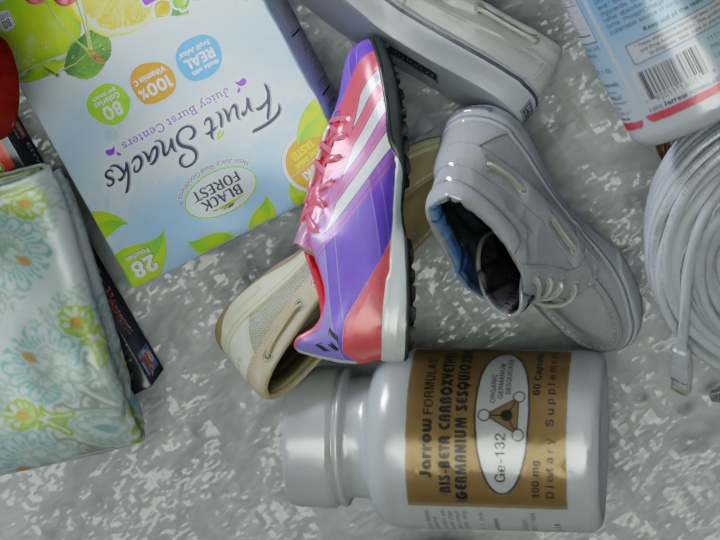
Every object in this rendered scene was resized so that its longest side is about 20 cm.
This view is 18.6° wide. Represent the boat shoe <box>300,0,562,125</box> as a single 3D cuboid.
[{"bbox_3d":[0.032,-0.166,1.350,0.199,0.072,0.066,32,78,10],"label":"boat shoe"}]

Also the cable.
[{"bbox_3d":[0.269,-0.021,1.319,0.199,0.069,0.201,-10,125,7],"label":"cable"}]

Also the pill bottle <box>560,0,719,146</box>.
[{"bbox_3d":[0.160,-0.181,1.246,0.108,0.109,0.201,-26,98,14],"label":"pill bottle"}]

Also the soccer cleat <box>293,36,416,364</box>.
[{"bbox_3d":[-0.006,-0.044,1.315,0.073,0.068,0.201,-2,78,-2],"label":"soccer cleat"}]

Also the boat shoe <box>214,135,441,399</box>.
[{"bbox_3d":[0.000,0.000,1.374,0.200,0.072,0.065,-41,52,2],"label":"boat shoe"}]

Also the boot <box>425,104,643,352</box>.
[{"bbox_3d":[0.101,0.001,1.340,0.073,0.096,0.200,-19,122,35],"label":"boot"}]

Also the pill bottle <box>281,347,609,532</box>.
[{"bbox_3d":[0.055,0.106,1.392,0.199,0.114,0.115,0,105,10],"label":"pill bottle"}]

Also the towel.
[{"bbox_3d":[-0.245,0.038,1.407,0.170,0.048,0.201,-12,108,11],"label":"towel"}]

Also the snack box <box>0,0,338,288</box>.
[{"bbox_3d":[-0.114,-0.116,1.383,0.168,0.068,0.201,-27,101,14],"label":"snack box"}]

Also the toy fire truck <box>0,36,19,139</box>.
[{"bbox_3d":[-0.283,-0.164,1.337,0.112,0.200,0.169,-7,104,-28],"label":"toy fire truck"}]

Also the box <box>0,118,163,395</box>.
[{"bbox_3d":[-0.239,0.015,1.452,0.136,0.038,0.201,-27,99,15],"label":"box"}]

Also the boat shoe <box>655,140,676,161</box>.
[{"bbox_3d":[0.252,-0.132,1.322,0.072,0.068,0.200,43,107,-4],"label":"boat shoe"}]
